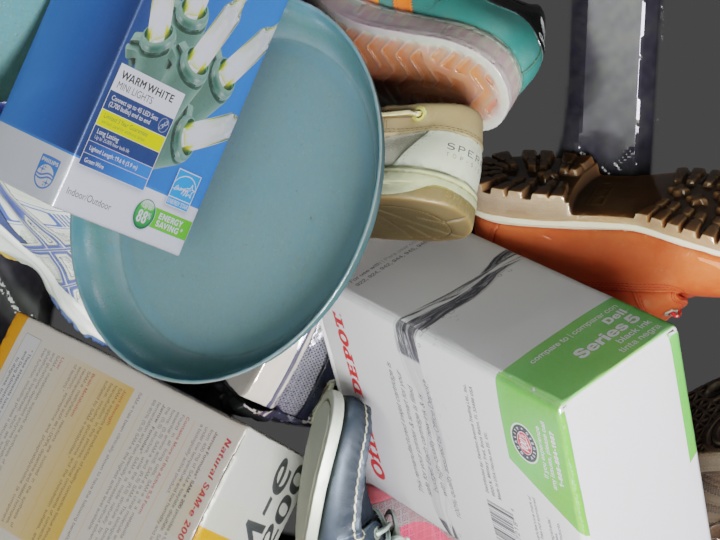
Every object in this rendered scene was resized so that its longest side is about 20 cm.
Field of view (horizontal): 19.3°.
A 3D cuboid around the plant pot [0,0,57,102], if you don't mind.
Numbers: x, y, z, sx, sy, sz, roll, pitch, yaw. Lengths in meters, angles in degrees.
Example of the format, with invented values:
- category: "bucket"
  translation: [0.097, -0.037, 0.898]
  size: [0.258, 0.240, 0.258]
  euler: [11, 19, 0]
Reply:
- category: "plant pot"
  translation: [-0.206, -0.171, 1.060]
  size: [0.199, 0.188, 0.202]
  euler: [14, 119, 27]

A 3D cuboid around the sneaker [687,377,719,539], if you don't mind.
- category: "sneaker"
  translation: [0.188, 0.113, 1.152]
  size: [0.199, 0.071, 0.076]
  euler: [-24, 116, 33]

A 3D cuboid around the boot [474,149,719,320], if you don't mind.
- category: "boot"
  translation: [0.153, 0.003, 1.115]
  size: [0.198, 0.075, 0.108]
  euler: [10, 116, 28]

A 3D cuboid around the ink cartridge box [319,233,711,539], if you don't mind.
- category: "ink cartridge box"
  translation: [0.076, 0.073, 1.093]
  size: [0.199, 0.084, 0.147]
  euler: [28, 141, 47]

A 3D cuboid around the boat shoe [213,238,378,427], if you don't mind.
- category: "boat shoe"
  translation: [0.000, 0.000, 1.181]
  size: [0.092, 0.075, 0.201]
  euler: [23, 102, -32]

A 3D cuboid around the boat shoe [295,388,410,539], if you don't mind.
- category: "boat shoe"
  translation: [-0.007, 0.160, 1.147]
  size: [0.061, 0.075, 0.202]
  euler: [7, 108, -2]

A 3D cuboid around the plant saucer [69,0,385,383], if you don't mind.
- category: "plant saucer"
  translation: [-0.064, -0.040, 1.064]
  size: [0.199, 0.027, 0.202]
  euler: [-11, 71, 33]

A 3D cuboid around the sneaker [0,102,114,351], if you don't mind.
- category: "sneaker"
  translation: [-0.153, -0.024, 1.210]
  size: [0.199, 0.075, 0.088]
  euler: [32, 137, 7]

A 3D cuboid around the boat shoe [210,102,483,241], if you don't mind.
- category: "boat shoe"
  translation: [-0.016, -0.057, 1.100]
  size: [0.199, 0.074, 0.067]
  euler: [6, 70, 37]

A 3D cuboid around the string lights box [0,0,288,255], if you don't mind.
- category: "string lights box"
  translation: [-0.097, -0.120, 1.030]
  size: [0.059, 0.103, 0.202]
  euler: [24, 92, 35]

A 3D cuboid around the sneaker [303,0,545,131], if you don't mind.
- category: "sneaker"
  translation: [0.004, -0.138, 1.117]
  size: [0.199, 0.080, 0.072]
  euler: [24, 135, 16]

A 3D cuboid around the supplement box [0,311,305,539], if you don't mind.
- category: "supplement box"
  translation: [-0.139, 0.120, 1.206]
  size: [0.199, 0.073, 0.127]
  euler: [24, 84, 38]

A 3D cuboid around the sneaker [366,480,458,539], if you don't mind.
- category: "sneaker"
  translation: [0.041, 0.182, 1.197]
  size: [0.199, 0.087, 0.074]
  euler: [25, 141, 21]
